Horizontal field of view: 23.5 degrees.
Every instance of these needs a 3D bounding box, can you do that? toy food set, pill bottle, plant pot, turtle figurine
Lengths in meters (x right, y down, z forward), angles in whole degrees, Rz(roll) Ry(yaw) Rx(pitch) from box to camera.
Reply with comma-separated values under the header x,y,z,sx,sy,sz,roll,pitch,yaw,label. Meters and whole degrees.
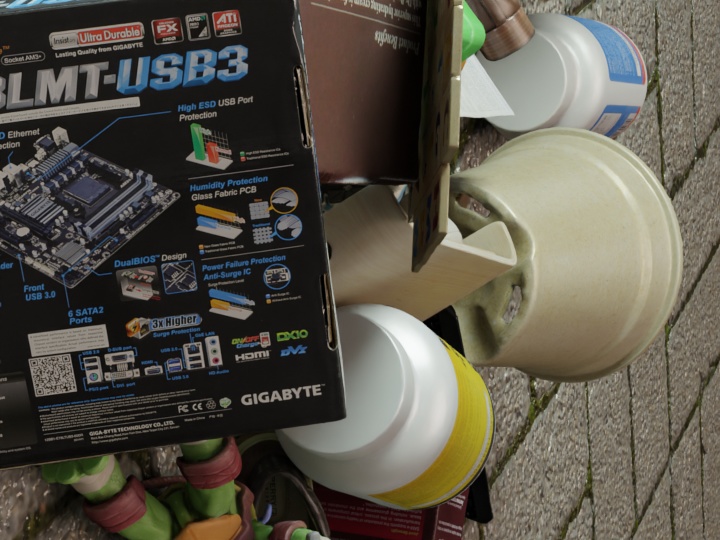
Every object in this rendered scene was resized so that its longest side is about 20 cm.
x,y,z,sx,sy,sz,roll,pitch,yaw,label
0.000,0.000,1.078,0.200,0.143,0.060,14,48,-64,toy food set
0.163,-0.159,1.449,0.200,0.112,0.112,-9,103,-66,pill bottle
0.110,-0.004,1.280,0.183,0.200,0.201,-9,102,-57,plant pot
0.011,0.082,1.038,0.200,0.112,0.112,40,57,-71,pill bottle
-0.084,0.160,0.901,0.200,0.144,0.194,-68,148,-42,turtle figurine

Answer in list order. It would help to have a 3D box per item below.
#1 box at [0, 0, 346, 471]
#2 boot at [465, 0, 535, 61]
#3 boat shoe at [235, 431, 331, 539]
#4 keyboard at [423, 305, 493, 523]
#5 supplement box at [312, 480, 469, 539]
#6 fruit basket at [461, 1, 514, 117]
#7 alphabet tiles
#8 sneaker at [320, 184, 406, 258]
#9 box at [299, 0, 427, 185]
x,y,z,sx,sy,sz,roll,pitch,yaw,label
-0.114,-0.019,0.727,0.050,0.200,0.199,-104,-174,-70,box
0.040,-0.251,1.208,0.200,0.064,0.186,55,-5,-21,boot
-0.046,0.199,1.065,0.065,0.073,0.200,-111,-172,-73,boat shoe
0.036,0.098,1.230,0.040,0.104,0.200,-35,129,-31,keyboard
0.010,0.172,1.161,0.061,0.109,0.200,33,65,-64,supplement box
0.016,-0.166,1.087,0.185,0.094,0.200,55,14,5,fruit basket
0.037,-0.090,0.876,0.200,0.006,0.167,116,-23,-81,alphabet tiles
0.018,-0.084,1.174,0.090,0.078,0.200,69,34,-51,sneaker
-0.069,-0.146,0.848,0.166,0.164,0.200,-2,96,-67,box
